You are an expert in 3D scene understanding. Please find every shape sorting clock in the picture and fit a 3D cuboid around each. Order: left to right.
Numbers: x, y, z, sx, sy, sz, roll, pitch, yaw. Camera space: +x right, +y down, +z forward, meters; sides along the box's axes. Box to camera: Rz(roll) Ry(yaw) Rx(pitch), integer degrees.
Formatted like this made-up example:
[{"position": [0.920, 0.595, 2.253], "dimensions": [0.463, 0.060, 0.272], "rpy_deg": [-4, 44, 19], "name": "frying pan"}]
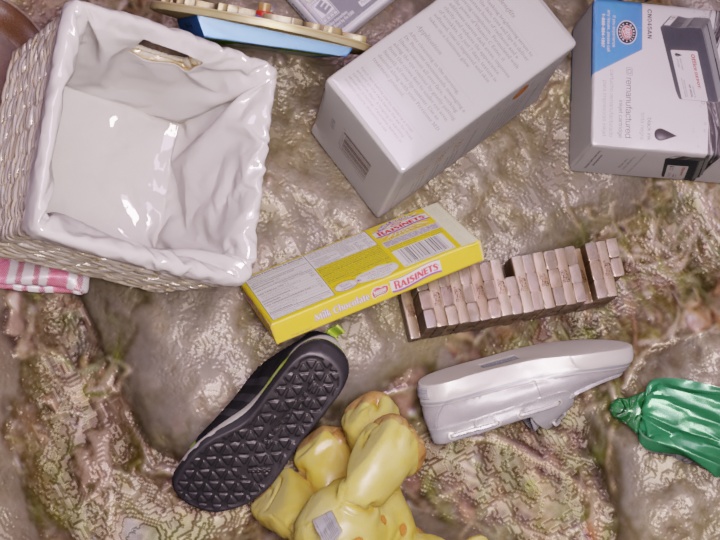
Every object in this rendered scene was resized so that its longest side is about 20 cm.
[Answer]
[{"position": [-0.085, -0.214, 1.396], "dimensions": [0.199, 0.200, 0.040], "rpy_deg": [7, 96, -6], "name": "shape sorting clock"}]

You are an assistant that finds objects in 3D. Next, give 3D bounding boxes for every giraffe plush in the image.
[{"position": [0.021, 0.226, 1.337], "dimensions": [0.172, 0.200, 0.162], "rpy_deg": [-39, 111, 16], "name": "giraffe plush"}]

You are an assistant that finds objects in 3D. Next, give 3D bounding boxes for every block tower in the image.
[{"position": [0.137, 0.018, 1.442], "dimensions": [0.199, 0.058, 0.054], "rpy_deg": [-11, 78, -8], "name": "block tower"}]

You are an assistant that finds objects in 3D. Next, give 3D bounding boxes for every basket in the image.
[{"position": [-0.198, -0.091, 1.343], "dimensions": [0.197, 0.161, 0.201], "rpy_deg": [14, 74, -30], "name": "basket"}]

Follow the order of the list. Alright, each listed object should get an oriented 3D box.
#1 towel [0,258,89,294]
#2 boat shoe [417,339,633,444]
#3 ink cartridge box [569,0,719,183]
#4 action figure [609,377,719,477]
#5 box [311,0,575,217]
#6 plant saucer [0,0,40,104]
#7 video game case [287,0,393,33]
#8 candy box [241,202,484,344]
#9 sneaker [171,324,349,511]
[{"position": [-0.331, -0.057, 1.414], "dimensions": [0.199, 0.030, 0.147], "rpy_deg": [4, 77, -6], "name": "towel"}, {"position": [0.151, 0.109, 1.420], "dimensions": [0.199, 0.072, 0.069], "rpy_deg": [-13, 100, -17], "name": "boat shoe"}, {"position": [0.302, -0.165, 1.490], "dimensions": [0.199, 0.084, 0.146], "rpy_deg": [4, 77, -7], "name": "ink cartridge box"}, {"position": [0.322, 0.145, 1.437], "dimensions": [0.199, 0.055, 0.119], "rpy_deg": [15, 77, 4], "name": "action figure"}, {"position": [0.070, -0.162, 1.425], "dimensions": [0.200, 0.152, 0.107], "rpy_deg": [-37, 84, -14], "name": "box"}, {"position": [-0.370, -0.165, 1.412], "dimensions": [0.199, 0.032, 0.201], "rpy_deg": [5, 61, -10], "name": "plant saucer"}, {"position": [-0.012, -0.338, 1.522], "dimensions": [0.200, 0.023, 0.182], "rpy_deg": [-40, 84, -14], "name": "video game case"}, {"position": [0.000, 0.000, 1.410], "dimensions": [0.199, 0.102, 0.027], "rpy_deg": [-22, 116, -11], "name": "candy box"}, {"position": [-0.080, 0.128, 1.388], "dimensions": [0.200, 0.083, 0.072], "rpy_deg": [-43, 106, 9], "name": "sneaker"}]
